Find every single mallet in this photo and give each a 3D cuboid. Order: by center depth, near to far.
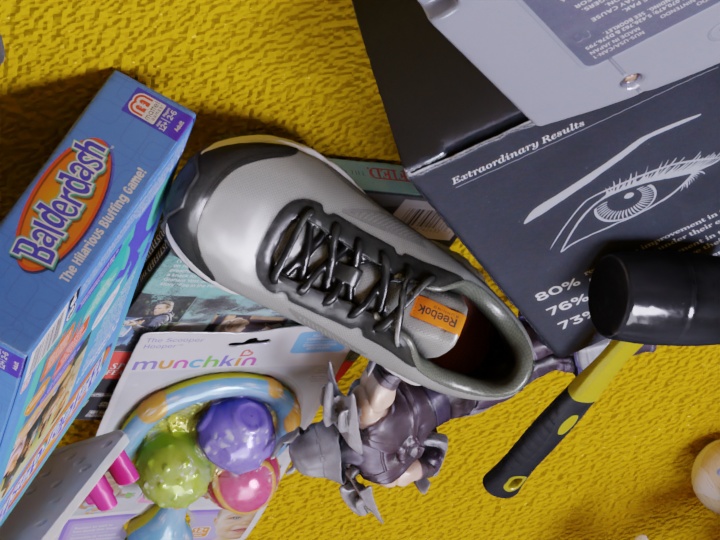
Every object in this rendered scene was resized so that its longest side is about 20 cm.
[{"bbox_3d":[0.113,0.051,1.309,0.066,0.041,0.200,-1,150,-18],"label":"mallet"}]

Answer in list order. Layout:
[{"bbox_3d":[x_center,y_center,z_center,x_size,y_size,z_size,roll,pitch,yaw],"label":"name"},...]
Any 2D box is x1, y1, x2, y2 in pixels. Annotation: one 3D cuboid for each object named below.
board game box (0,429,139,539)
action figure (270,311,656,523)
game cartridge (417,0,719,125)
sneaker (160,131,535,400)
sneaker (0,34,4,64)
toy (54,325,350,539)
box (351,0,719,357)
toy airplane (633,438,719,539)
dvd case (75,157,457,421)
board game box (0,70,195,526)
[{"bbox_3d":[-0.220,0.157,1.348,0.200,0.200,0.026,-19,109,29],"label":"board game box"},{"bbox_3d":[0.048,0.054,1.413,0.200,0.069,0.130,-23,154,-8],"label":"action figure"},{"bbox_3d":[0.125,-0.123,1.011,0.200,0.041,0.133,-26,146,16],"label":"game cartridge"},{"bbox_3d":[0.000,0.000,1.275,0.200,0.079,0.074,28,91,-33],"label":"sneaker"},{"bbox_3d":[-0.222,-0.110,1.071,0.075,0.106,0.200,-7,132,42],"label":"sneaker"},{"bbox_3d":[-0.077,0.101,1.441,0.115,0.047,0.200,-3,147,-25],"label":"toy"},{"bbox_3d":[0.105,-0.068,1.247,0.148,0.105,0.200,-23,148,11],"label":"box"},{"bbox_3d":[0.238,0.157,1.662,0.199,0.141,0.200,-31,-176,40],"label":"toy airplane"},{"bbox_3d":[-0.048,0.013,1.381,0.146,0.022,0.200,4,144,-31],"label":"dvd case"},{"bbox_3d":[-0.143,0.031,1.248,0.045,0.152,0.200,28,140,4],"label":"board game box"}]
